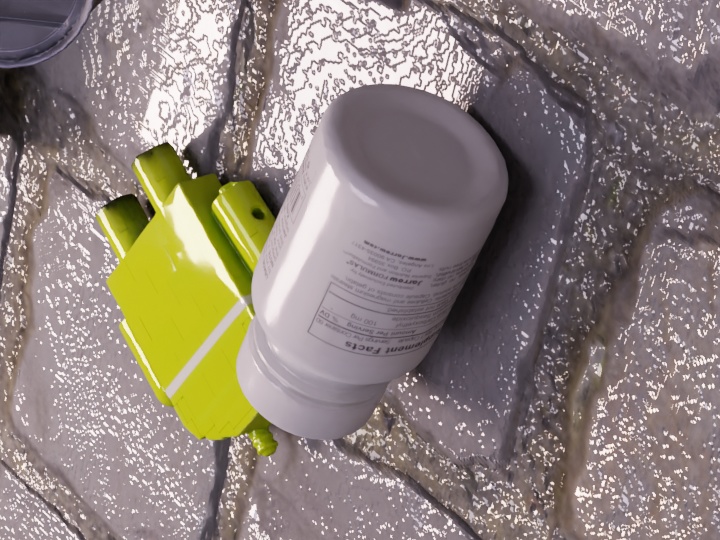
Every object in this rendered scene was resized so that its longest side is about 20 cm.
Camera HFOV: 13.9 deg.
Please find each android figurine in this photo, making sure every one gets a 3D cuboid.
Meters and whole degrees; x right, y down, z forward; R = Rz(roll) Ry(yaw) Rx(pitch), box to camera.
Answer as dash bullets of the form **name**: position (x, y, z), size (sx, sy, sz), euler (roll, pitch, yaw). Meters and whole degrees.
- **android figurine**: position (-0.097, 0.023, 1.887), size (0.201, 0.041, 0.182), euler (57, 139, 17)

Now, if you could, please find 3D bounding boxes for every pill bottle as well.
- **pill bottle**: position (0.000, 0.000, 1.706), size (0.114, 0.114, 0.201), euler (49, 136, 25)

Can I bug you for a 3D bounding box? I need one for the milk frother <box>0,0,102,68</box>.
- **milk frother**: position (-0.186, -0.254, 1.741), size (0.180, 0.188, 0.200), euler (-32, 102, 22)
